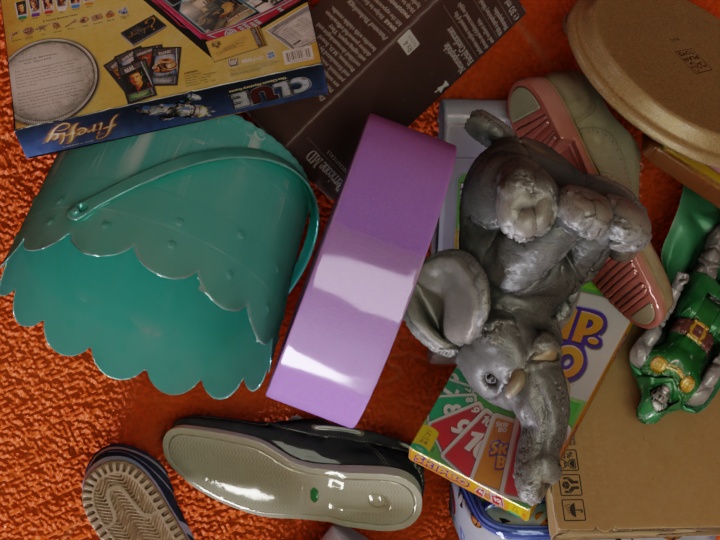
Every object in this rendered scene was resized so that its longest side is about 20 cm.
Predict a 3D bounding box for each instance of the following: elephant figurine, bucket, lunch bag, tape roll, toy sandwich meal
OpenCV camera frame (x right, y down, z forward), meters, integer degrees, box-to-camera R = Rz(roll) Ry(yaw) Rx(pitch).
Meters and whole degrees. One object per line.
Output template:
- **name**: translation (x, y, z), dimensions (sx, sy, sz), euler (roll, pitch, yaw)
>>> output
- **elephant figurine**: translation (0.099, 0.023, 1.197), dimensions (0.141, 0.155, 0.201), euler (22, 109, -3)
- **bucket**: translation (-0.132, -0.017, 1.208), dimensions (0.206, 0.207, 0.136), euler (23, 64, -13)
- **lunch bag**: translation (0.169, 0.176, 1.325), dimensions (0.198, 0.160, 0.076), euler (-2, 112, -10)
- **tape roll**: translation (0.000, 0.000, 1.189), dimensions (0.065, 0.200, 0.202), euler (21, 98, -3)
- **toy sandwich meal**: translation (0.227, -0.123, 1.286), dimensions (0.204, 0.206, 0.070), euler (21, 130, -13)

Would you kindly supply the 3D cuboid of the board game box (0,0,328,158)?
- **board game box**: translation (-0.130, -0.156, 1.160), dimensions (0.198, 0.035, 0.136), euler (-12, 60, -1)

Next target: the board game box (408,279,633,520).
- **board game box**: translation (0.122, 0.070, 1.266), dimensions (0.095, 0.030, 0.201), euler (26, 63, 13)

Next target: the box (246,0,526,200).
- **box**: translation (0.014, -0.155, 1.256), dimensions (0.200, 0.100, 0.075), euler (-43, 62, 3)

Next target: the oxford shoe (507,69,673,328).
- **oxford shoe**: translation (0.181, -0.057, 1.272), dimensions (0.073, 0.071, 0.201), euler (-21, 81, -26)

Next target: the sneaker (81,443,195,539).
- **sneaker**: translation (-0.145, 0.216, 1.309), dimensions (0.070, 0.108, 0.201), euler (-26, 101, -7)

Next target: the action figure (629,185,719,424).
- **action figure**: translation (0.250, 0.031, 1.293), dimensions (0.118, 0.055, 0.201), euler (31, 65, 3)

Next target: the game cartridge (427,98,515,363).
- **game cartridge**: translation (0.119, -0.028, 1.343), dimensions (0.132, 0.040, 0.202), euler (-1, 102, -13)

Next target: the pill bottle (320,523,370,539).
- **pill bottle**: translation (-0.046, 0.296, 1.342), dimensions (0.112, 0.112, 0.201), euler (35, 94, -14)

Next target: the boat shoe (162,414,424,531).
- **boat shoe**: translation (-0.049, 0.143, 1.341), dimensions (0.198, 0.068, 0.072), euler (11, 125, 2)

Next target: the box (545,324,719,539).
- **box**: translation (0.205, 0.096, 1.291), dimensions (0.162, 0.021, 0.202), euler (0, 62, -10)
